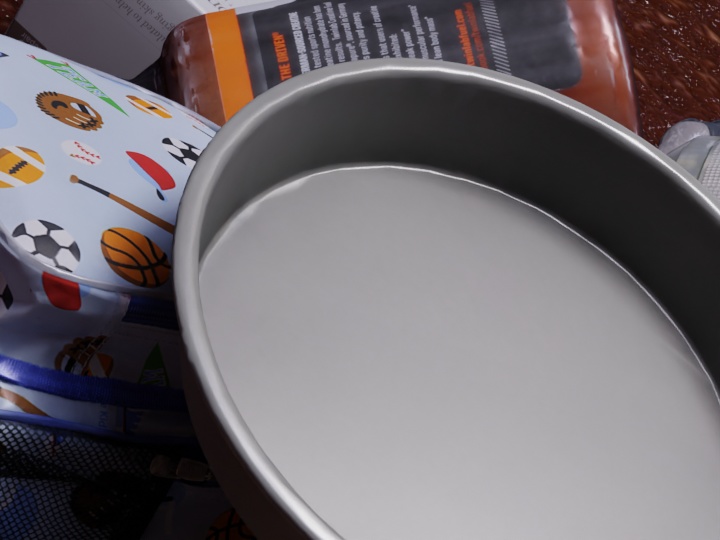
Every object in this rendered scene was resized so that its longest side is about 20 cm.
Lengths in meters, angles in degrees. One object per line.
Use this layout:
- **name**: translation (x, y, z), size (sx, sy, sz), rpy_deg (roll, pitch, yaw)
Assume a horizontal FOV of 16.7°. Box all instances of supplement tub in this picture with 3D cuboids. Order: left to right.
- **supplement tub**: translation (-0.004, -0.050, 0.888), size (0.199, 0.107, 0.107), rpy_deg (-10, 40, -3)

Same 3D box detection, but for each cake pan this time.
- **cake pan**: translation (0.038, 0.029, 0.667), size (0.200, 0.037, 0.201), rpy_deg (15, 47, -17)

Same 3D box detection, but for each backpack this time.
- **backpack**: translation (-0.091, 0.024, 0.749), size (0.190, 0.154, 0.200), rpy_deg (22, 29, -41)

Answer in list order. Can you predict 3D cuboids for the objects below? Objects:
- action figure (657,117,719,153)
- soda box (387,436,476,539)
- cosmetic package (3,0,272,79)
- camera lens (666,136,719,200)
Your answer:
- **action figure**: translation (0.214, -0.024, 1.155), size (0.200, 0.105, 0.193), rpy_deg (31, -14, -37)
- **soda box**: translation (0.048, 0.069, 0.732), size (0.070, 0.063, 0.200), rpy_deg (49, 42, -7)
- **cosmetic package**: translation (-0.049, -0.106, 1.047), size (0.113, 0.081, 0.200), rpy_deg (40, 27, 9)
- **camera lens**: translation (0.207, 0.027, 0.985), size (0.199, 0.161, 0.160), rpy_deg (2, 20, 21)
